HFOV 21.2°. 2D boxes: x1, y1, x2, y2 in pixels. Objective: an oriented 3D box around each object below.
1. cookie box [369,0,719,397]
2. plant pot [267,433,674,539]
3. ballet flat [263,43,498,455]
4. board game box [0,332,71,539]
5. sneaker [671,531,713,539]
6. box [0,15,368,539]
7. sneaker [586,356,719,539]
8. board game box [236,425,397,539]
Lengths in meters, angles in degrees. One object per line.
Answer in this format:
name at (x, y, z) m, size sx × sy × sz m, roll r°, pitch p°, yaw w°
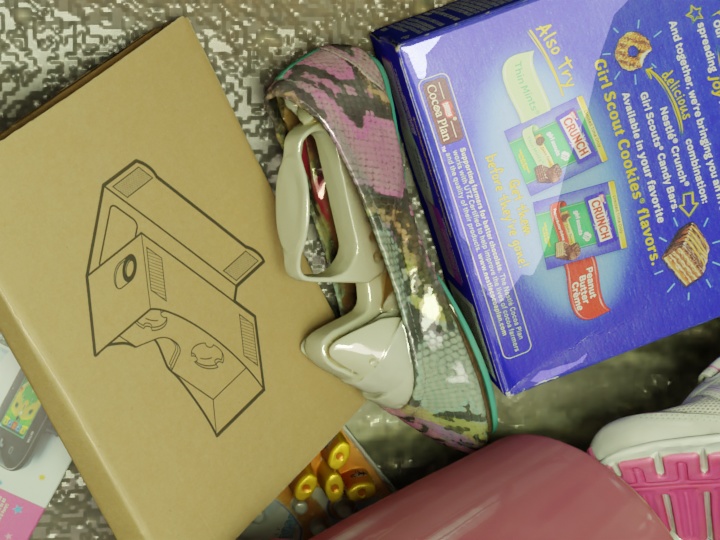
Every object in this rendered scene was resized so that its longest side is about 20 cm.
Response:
cookie box at (0.127, -0.059, 0.873) m, size 0.200 × 0.075 × 0.171 m, roll -20°, pitch 106°, yaw -6°
plant pot at (0.041, 0.171, 0.820) m, size 0.179 × 0.200 × 0.200 m, roll -38°, pitch 110°, yaw -32°
ballet flat at (0.000, 0.000, 0.862) m, size 0.071 × 0.069 × 0.200 m, roll -26°, pitch 105°, yaw -33°
board game box at (-0.216, 0.034, 0.837) m, size 0.200 × 0.064 × 0.148 m, roll 27°, pitch 96°, yaw -15°
sneaker at (0.165, 0.135, 0.904) m, size 0.200 × 0.077 × 0.085 m, roll -20°, pitch 93°, yaw 21°
box at (-0.082, 0.013, 0.825) m, size 0.163 × 0.021 × 0.200 m, roll -44°, pitch 115°, yaw -46°
sneaker at (0.193, 0.059, 0.867) m, size 0.200 × 0.088 × 0.081 m, roll -12°, pitch 144°, yaw -9°
board game box at (-0.031, 0.206, 0.932) m, size 0.200 × 0.026 × 0.200 m, roll -38°, pitch 107°, yaw -1°
